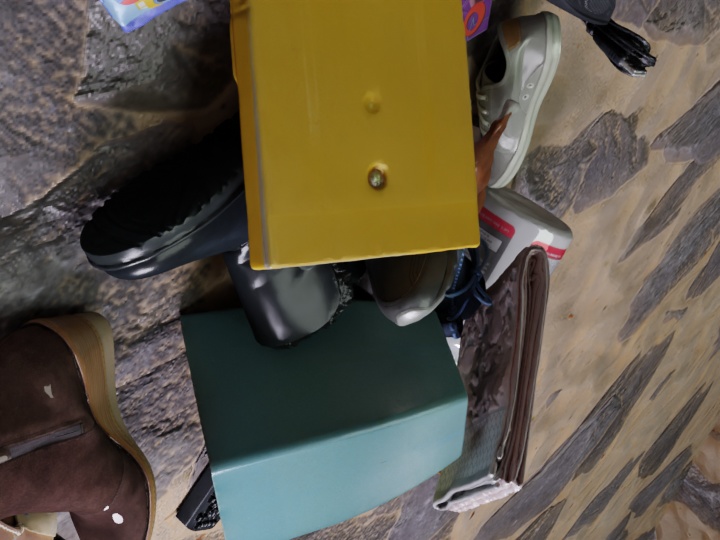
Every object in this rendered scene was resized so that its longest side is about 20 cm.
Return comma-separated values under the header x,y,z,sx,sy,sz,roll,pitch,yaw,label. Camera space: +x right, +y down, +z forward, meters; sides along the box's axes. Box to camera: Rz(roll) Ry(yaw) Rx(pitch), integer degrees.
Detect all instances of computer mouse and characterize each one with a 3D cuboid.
x,y,z,sx,sy,sz,roll,pitch,yaw,label
0.162,-0.235,0.917,0.053,0.139,0.200,-39,146,10,computer mouse

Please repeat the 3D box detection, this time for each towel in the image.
x,y,z,sx,sy,sz,roll,pitch,yaw,label
0.105,0.097,0.938,0.200,0.032,0.192,118,-16,-70,towel

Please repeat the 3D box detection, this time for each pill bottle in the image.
x,y,z,sx,sy,sz,roll,pitch,yaw,label
0.116,0.021,1.132,0.111,0.111,0.200,3,120,-59,pill bottle

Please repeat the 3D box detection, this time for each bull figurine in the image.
x,y,z,sx,sy,sz,roll,pitch,yaw,label
0.074,-0.068,0.982,0.122,0.065,0.200,-62,180,-28,bull figurine

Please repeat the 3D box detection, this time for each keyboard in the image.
x,y,z,sx,sy,sz,roll,pitch,yaw,label
-0.096,0.164,1.044,0.200,0.040,0.104,-57,154,4,keyboard

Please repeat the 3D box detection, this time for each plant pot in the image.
x,y,z,sx,sy,sz,roll,pitch,yaw,label
-0.025,0.109,0.890,0.199,0.142,0.142,-12,141,-10,plant pot

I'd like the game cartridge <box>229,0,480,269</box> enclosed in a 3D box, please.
x,y,z,sx,sy,sz,roll,pitch,yaw,label
-0.001,-0.107,0.741,0.176,0.032,0.201,-6,92,-36,game cartridge

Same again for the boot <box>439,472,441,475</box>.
x,y,z,sx,sy,sz,roll,pitch,yaw,label
0.066,0.152,1.170,0.201,0.144,0.071,7,118,-60,boot

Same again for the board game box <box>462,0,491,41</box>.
x,y,z,sx,sy,sz,roll,pitch,yaw,label
0.030,-0.195,0.837,0.200,0.032,0.120,-36,152,-31,board game box

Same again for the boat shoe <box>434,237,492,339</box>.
x,y,z,sx,sy,sz,roll,pitch,yaw,label
0.074,0.004,0.943,0.200,0.068,0.084,101,-1,-73,boat shoe

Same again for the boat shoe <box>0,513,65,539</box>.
x,y,z,sx,sy,sz,roll,pitch,yaw,label
-0.251,0.176,0.785,0.072,0.076,0.200,-49,160,-23,boat shoe

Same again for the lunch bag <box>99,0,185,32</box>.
x,y,z,sx,sy,sz,roll,pitch,yaw,label
-0.091,-0.222,0.569,0.200,0.094,0.151,-38,153,-3,lunch bag

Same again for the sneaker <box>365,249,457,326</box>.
x,y,z,sx,sy,sz,roll,pitch,yaw,label
0.017,-0.049,0.841,0.075,0.201,0.079,-30,135,26,sneaker

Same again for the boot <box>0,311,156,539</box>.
x,y,z,sx,sy,sz,roll,pitch,yaw,label
-0.211,0.135,0.730,0.166,0.072,0.201,-34,122,-59,boot

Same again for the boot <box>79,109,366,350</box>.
x,y,z,sx,sy,sz,roll,pitch,yaw,label
-0.081,-0.007,0.780,0.200,0.076,0.169,-42,132,-33,boot

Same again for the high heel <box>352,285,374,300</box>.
x,y,z,sx,sy,sz,roll,pitch,yaw,label
0.000,0.000,0.961,0.200,0.071,0.143,5,124,-49,high heel

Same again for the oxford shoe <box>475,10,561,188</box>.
x,y,z,sx,sy,sz,roll,pitch,yaw,label
0.128,-0.151,1.017,0.057,0.075,0.200,1,144,-7,oxford shoe
